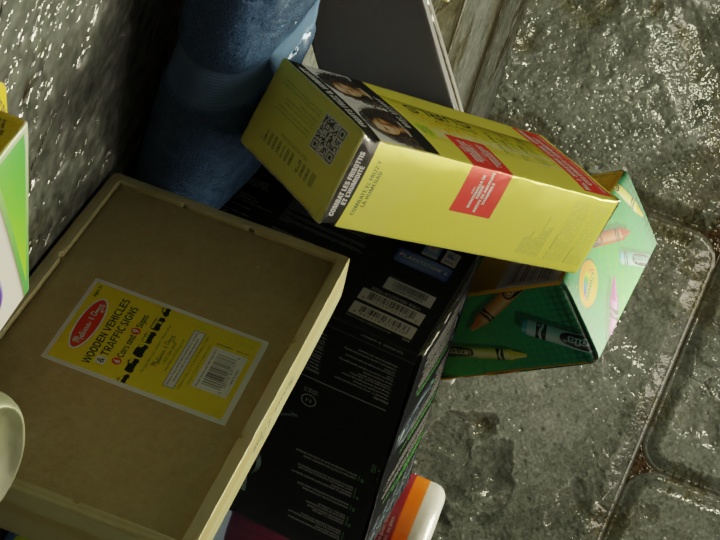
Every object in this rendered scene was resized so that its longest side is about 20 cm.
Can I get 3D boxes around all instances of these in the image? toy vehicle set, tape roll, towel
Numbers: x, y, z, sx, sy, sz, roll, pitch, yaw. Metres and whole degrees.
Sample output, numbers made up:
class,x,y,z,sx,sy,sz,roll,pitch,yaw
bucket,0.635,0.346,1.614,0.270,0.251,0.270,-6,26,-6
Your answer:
class,x,y,z,sx,sy,sz,roll,pitch,yaw
toy vehicle set,-0.094,0.040,0.684,0.200,0.124,0.027,-62,170,-49
tape roll,0.018,-0.120,0.920,0.200,0.066,0.201,-17,90,-84
towel,-0.055,-0.108,0.752,0.112,0.048,0.200,-55,175,-44

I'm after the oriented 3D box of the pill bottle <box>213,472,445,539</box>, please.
class,x,y,z,sx,sy,sz,roll,pitch,yaw
pill bottle,-0.049,0.169,1.113,0.110,0.199,0.110,20,90,-84

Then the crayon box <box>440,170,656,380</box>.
class,x,y,z,sx,sy,sz,roll,pitch,yaw
crayon box,0.063,0.008,0.940,0.119,0.200,0.058,-54,125,-46

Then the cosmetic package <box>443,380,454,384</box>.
class,x,y,z,sx,sy,sz,roll,pitch,yaw
cosmetic package,0.057,-0.032,1.524,0.200,0.164,0.165,102,11,-45

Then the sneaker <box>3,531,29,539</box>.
class,x,y,z,sx,sy,sz,roll,pitch,yaw
sneaker,-0.134,0.104,0.792,0.083,0.071,0.200,-51,158,-52

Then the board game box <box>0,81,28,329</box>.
class,x,y,z,sx,sy,sz,roll,pitch,yaw
board game box,-0.162,0.029,0.538,0.096,0.030,0.200,104,7,-48

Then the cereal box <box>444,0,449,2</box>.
class,x,y,z,sx,sy,sz,roll,pitch,yaw
cereal box,0.109,-0.366,1.475,0.144,0.039,0.200,-57,166,-61

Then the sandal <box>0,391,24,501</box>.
class,x,y,z,sx,sy,sz,roll,pitch,yaw
sandal,-0.150,0.104,0.504,0.201,0.057,0.080,-58,167,-55

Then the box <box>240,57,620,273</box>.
class,x,y,z,sx,sy,sz,roll,pitch,yaw
box,0.040,-0.048,0.781,0.200,0.075,0.050,11,117,-45

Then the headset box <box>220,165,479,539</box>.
class,x,y,z,sx,sy,sz,roll,pitch,yaw
headset box,-0.046,0.055,0.891,0.093,0.174,0.200,-55,164,-46
